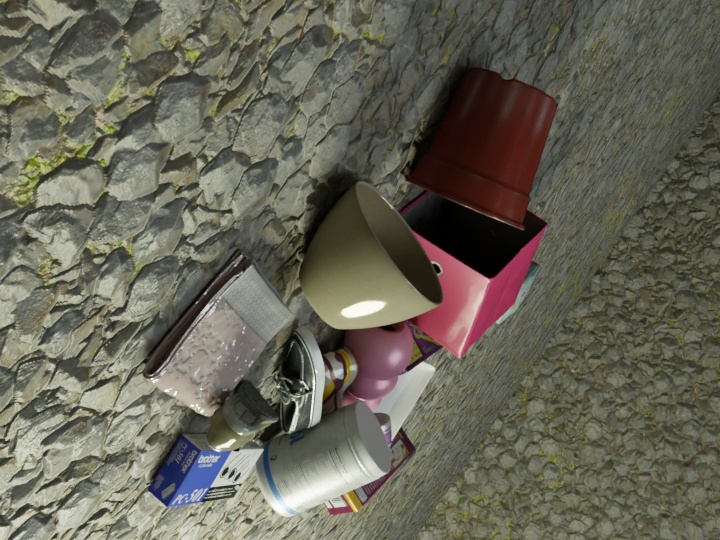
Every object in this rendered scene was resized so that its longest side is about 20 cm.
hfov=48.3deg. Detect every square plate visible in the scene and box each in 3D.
[{"bbox_3d":[0.019,0.230,1.517,0.197,0.028,0.201,28,97,-30],"label":"square plate"}]

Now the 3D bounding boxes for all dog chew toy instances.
[{"bbox_3d":[0.017,0.168,1.410,0.124,0.124,0.201,-26,143,-51],"label":"dog chew toy"}]

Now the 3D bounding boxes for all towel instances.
[{"bbox_3d":[-0.175,0.090,1.034,0.191,0.032,0.200,-51,157,-12],"label":"towel"}]

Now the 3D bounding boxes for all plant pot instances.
[{"bbox_3d":[0.197,-0.191,1.228,0.200,0.199,0.197,6,108,-65],"label":"plant pot"}]

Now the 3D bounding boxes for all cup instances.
[{"bbox_3d":[0.000,0.000,1.101,0.143,0.201,0.200,-35,163,16],"label":"cup"}]

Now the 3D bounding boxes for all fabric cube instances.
[{"bbox_3d":[0.170,-0.014,1.387,0.200,0.195,0.200,-38,154,-38],"label":"fabric cube"}]

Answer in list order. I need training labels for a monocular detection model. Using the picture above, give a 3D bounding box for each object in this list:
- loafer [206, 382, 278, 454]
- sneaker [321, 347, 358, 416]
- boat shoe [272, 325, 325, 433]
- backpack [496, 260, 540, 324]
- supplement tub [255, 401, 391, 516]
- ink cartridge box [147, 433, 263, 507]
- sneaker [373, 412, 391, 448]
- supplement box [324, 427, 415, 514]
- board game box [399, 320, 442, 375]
[{"bbox_3d":[-0.173,0.210,1.135,0.070,0.075,0.200,-42,172,3],"label":"loafer"},{"bbox_3d":[-0.074,0.215,1.378,0.089,0.075,0.201,-14,135,-36],"label":"sneaker"},{"bbox_3d":[-0.102,0.175,1.251,0.068,0.074,0.201,-19,137,-27],"label":"boat shoe"},{"bbox_3d":[0.283,0.026,1.741,0.199,0.153,0.177,-21,145,-45],"label":"backpack"},{"bbox_3d":[-0.063,0.315,1.340,0.199,0.133,0.132,-27,162,13],"label":"supplement tub"},{"bbox_3d":[-0.224,0.294,1.192,0.095,0.044,0.200,-58,158,1],"label":"ink cartridge box"},{"bbox_3d":[-0.032,0.341,1.477,0.198,0.073,0.116,-8,112,-19],"label":"sneaker"},{"bbox_3d":[-0.006,0.369,1.599,0.200,0.132,0.103,-36,-174,-39],"label":"supplement box"},{"bbox_3d":[0.105,0.108,1.530,0.032,0.121,0.199,-25,180,39],"label":"board game box"}]
